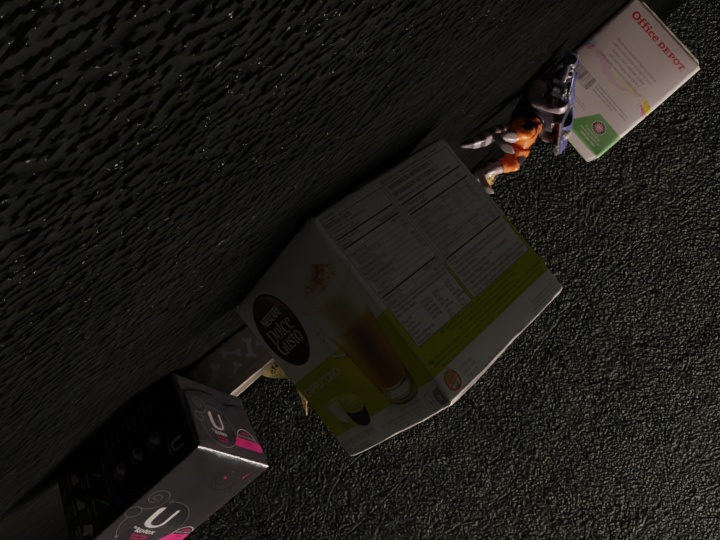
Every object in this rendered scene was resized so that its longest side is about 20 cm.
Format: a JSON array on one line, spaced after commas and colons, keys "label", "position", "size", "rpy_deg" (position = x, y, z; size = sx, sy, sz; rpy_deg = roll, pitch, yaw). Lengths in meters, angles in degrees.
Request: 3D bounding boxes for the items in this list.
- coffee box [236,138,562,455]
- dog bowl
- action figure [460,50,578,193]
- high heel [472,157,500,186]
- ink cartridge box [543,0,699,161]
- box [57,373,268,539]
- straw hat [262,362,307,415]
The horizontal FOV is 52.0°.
[{"label": "coffee box", "position": [0.033, 0.027, 0.737], "size": [0.200, 0.198, 0.200], "rpy_deg": [-36, 176, -38]}, {"label": "dog bowl", "position": [-0.187, 0.146, 0.996], "size": [0.200, 0.059, 0.200], "rpy_deg": [-42, 177, -3]}, {"label": "action figure", "position": [0.235, -0.223, 1.022], "size": [0.194, 0.104, 0.200], "rpy_deg": [-47, 154, -22]}, {"label": "high heel", "position": [0.313, -0.225, 1.784], "size": [0.142, 0.072, 0.200], "rpy_deg": [-36, 171, 30]}, {"label": "ink cartridge box", "position": [0.384, -0.288, 1.129], "size": [0.200, 0.145, 0.088], "rpy_deg": [-42, 177, 7]}, {"label": "box", "position": [-0.227, 0.231, 0.844], "size": [0.200, 0.106, 0.122], "rpy_deg": [-42, 141, 11]}, {"label": "straw hat", "position": [-0.121, 0.121, 1.135], "size": [0.085, 0.202, 0.201], "rpy_deg": [1, 173, -3]}]
